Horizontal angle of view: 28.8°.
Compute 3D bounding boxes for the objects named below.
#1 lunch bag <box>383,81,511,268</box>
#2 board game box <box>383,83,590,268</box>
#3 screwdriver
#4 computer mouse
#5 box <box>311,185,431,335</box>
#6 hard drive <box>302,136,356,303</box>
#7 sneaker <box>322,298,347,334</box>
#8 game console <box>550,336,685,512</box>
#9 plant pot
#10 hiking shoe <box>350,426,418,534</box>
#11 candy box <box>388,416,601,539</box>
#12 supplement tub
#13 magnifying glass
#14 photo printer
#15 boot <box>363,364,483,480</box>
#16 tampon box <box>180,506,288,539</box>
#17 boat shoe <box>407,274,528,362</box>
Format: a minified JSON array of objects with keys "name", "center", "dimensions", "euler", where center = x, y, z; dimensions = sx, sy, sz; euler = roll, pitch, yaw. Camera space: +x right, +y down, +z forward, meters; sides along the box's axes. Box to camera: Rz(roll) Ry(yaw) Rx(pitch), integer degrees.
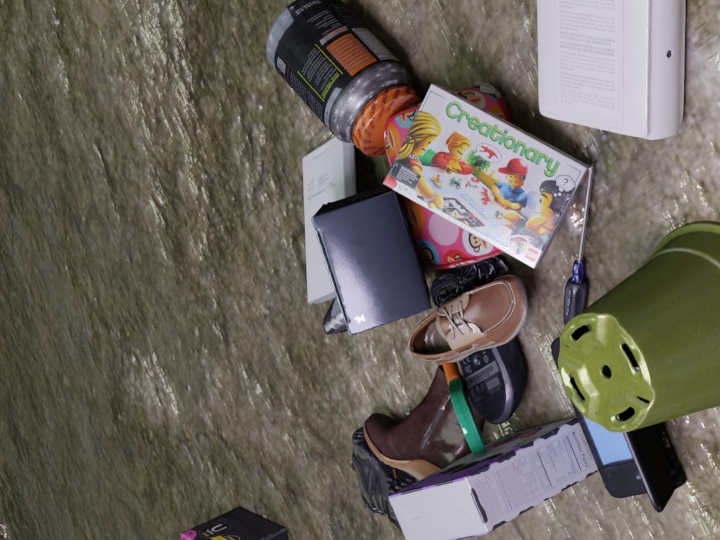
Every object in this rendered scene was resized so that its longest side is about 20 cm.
[{"name":"lunch bag","center":[0.126,-0.111,1.642],"dimensions":[0.175,0.082,0.202],"euler":[-14,94,46]},{"name":"board game box","center":[0.139,-0.106,1.566],"dimensions":[0.199,0.035,0.127],"euler":[29,104,12]},{"name":"screwdriver","center":[0.247,-0.026,1.577],"dimensions":[0.029,0.028,0.202],"euler":[-115,24,-64]},{"name":"computer mouse","center":[0.161,0.088,1.731],"dimensions":[0.138,0.052,0.202],"euler":[-30,71,53]},{"name":"box","center":[0.015,-0.018,1.690],"dimensions":[0.200,0.103,0.149],"euler":[-83,-25,-83]},{"name":"hard drive","center":[-0.040,-0.067,1.873],"dimensions":[0.132,0.026,0.202],"euler":[157,112,-62]},{"name":"sneaker","center":[0.000,0.000,1.893],"dimensions":[0.200,0.075,0.116],"euler":[-39,68,44]},{"name":"game console","center":[0.270,0.166,1.559],"dimensions":[0.175,0.116,0.202],"euler":[-25,85,55]},{"name":"plant pot","center":[0.303,0.074,1.405],"dimensions":[0.199,0.189,0.202],"euler":[28,128,43]},{"name":"hiking shoe","center":[0.050,0.316,1.980],"dimensions":[0.201,0.075,0.101],"euler":[57,152,33]},{"name":"candy box","center":[0.161,0.252,1.673],"dimensions":[0.167,0.199,0.072],"euler":[-27,85,55]},{"name":"supplement tub","center":[-0.019,-0.242,1.745],"dimensions":[0.200,0.122,0.123],"euler":[50,140,27]},{"name":"magnifying glass","center":[0.124,0.154,1.742],"dimensions":[0.200,0.022,0.080],"euler":[-106,-7,-61]},{"name":"photo printer","center":[0.252,-0.246,1.423],"dimensions":[0.166,0.069,0.202],"euler":[20,121,48]},{"name":"boot","center":[0.090,0.197,1.880],"dimensions":[0.200,0.072,0.168],"euler":[36,121,41]},{"name":"tampon box","center":[-0.199,0.527,2.359],"dimensions":[0.149,0.125,0.202],"euler":[10,114,50]},{"name":"boat shoe","center":[0.125,0.065,1.668],"dimensions":[0.200,0.071,0.076],"euler":[-42,62,50]}]
